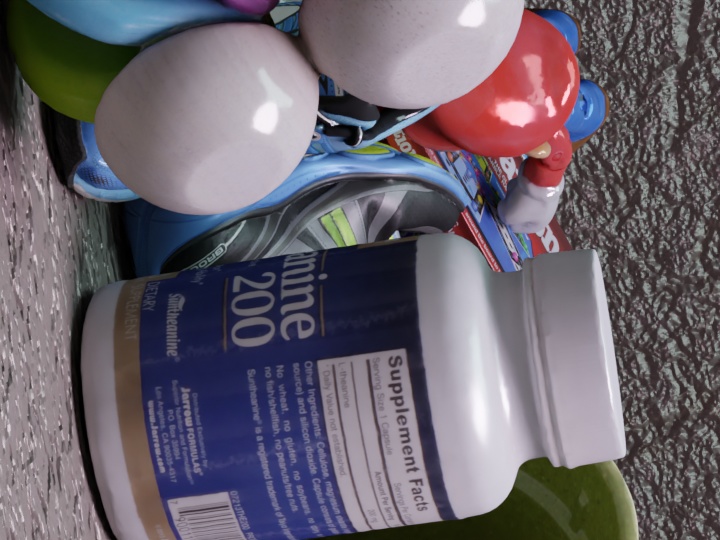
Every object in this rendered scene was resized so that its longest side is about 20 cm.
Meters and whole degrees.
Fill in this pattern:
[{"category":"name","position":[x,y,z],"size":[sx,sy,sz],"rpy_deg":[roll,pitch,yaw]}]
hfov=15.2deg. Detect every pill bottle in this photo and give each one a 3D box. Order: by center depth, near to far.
[{"category":"pill bottle","position":[-0.001,0.046,1.056],"size":[0.111,0.199,0.112],"rpy_deg":[-8,90,-83]}]

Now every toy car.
[{"category":"toy car","position":[-0.047,-0.134,0.961],"size":[0.176,0.199,0.150],"rpy_deg":[67,7,31]}]

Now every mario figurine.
[{"category":"mario figurine","position":[0.057,-0.089,1.334],"size":[0.106,0.123,0.200],"rpy_deg":[-58,168,12]}]

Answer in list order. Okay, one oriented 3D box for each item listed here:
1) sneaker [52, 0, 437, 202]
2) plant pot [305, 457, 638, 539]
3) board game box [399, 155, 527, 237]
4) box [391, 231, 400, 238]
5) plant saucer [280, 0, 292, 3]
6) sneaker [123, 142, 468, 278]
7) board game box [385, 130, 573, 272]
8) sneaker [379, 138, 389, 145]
[{"category":"sneaker","position":[-0.037,-0.078,1.088],"size":[0.199,0.090,0.079],"rpy_deg":[-19,104,-39]},{"category":"plant pot","position":[0.014,0.174,1.178],"size":[0.201,0.199,0.185],"rpy_deg":[-90,-179,-49]},{"category":"board game box","position":[0.021,-0.053,1.512],"size":[0.045,0.152,0.201],"rpy_deg":[33,42,-43]},{"category":"box","position":[0.000,0.000,1.362],"size":[0.122,0.047,0.201],"rpy_deg":[-103,178,-67]},{"category":"plant saucer","position":[-0.022,-0.156,1.177],"size":[0.050,0.200,0.201],"rpy_deg":[25,-46,51]},{"category":"sneaker","position":[-0.031,-0.015,1.206],"size":[0.199,0.071,0.083],"rpy_deg":[-15,115,-48]},{"category":"board game box","position":[0.054,-0.054,1.378],"size":[0.201,0.019,0.103],"rpy_deg":[60,26,-18]},{"category":"sneaker","position":[-0.041,-0.106,1.424],"size":[0.200,0.115,0.078],"rpy_deg":[41,16,-19]}]
